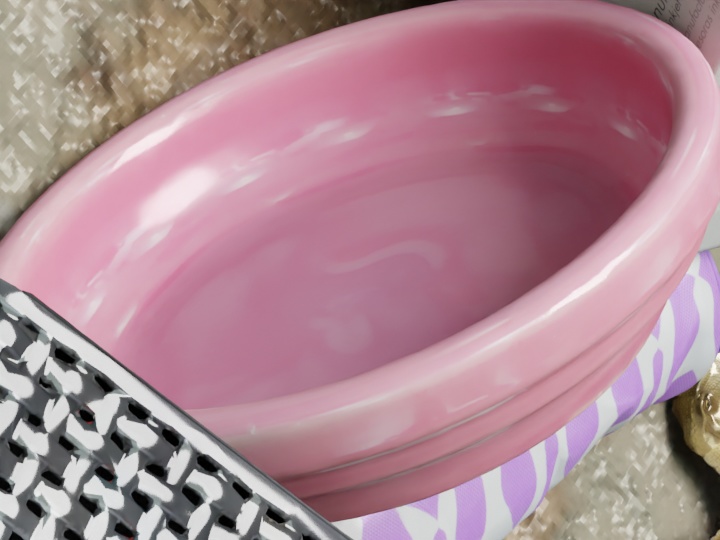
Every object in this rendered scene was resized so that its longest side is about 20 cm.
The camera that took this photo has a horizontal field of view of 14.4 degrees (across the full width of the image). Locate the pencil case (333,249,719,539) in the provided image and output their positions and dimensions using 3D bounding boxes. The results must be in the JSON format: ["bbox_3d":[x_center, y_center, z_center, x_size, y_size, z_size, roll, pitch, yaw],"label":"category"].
[{"bbox_3d":[0.019,0.044,0.794,0.200,0.084,0.086,-33,142,-38],"label":"pencil case"}]

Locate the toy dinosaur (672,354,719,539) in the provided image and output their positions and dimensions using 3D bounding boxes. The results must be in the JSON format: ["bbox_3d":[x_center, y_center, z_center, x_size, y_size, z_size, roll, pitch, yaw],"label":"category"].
[{"bbox_3d":[0.150,0.112,0.870,0.101,0.058,0.201,10,42,-37],"label":"toy dinosaur"}]

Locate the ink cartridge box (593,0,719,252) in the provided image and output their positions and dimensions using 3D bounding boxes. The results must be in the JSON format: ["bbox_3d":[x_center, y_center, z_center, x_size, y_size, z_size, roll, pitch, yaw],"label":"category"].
[{"bbox_3d":[0.071,-0.116,0.812,0.067,0.117,0.201,-14,56,-25],"label":"ink cartridge box"}]

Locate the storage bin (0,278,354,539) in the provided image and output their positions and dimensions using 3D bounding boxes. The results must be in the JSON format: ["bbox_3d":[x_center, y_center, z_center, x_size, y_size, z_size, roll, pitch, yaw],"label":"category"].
[{"bbox_3d":[-0.104,0.086,0.607,0.135,0.200,0.094,39,59,-22],"label":"storage bin"}]

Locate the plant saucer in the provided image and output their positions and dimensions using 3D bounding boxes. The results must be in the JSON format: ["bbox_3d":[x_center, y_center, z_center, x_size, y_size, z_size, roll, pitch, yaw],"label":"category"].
[{"bbox_3d":[0.000,0.000,0.722,0.200,0.200,0.051,-44,125,-36],"label":"plant saucer"}]
